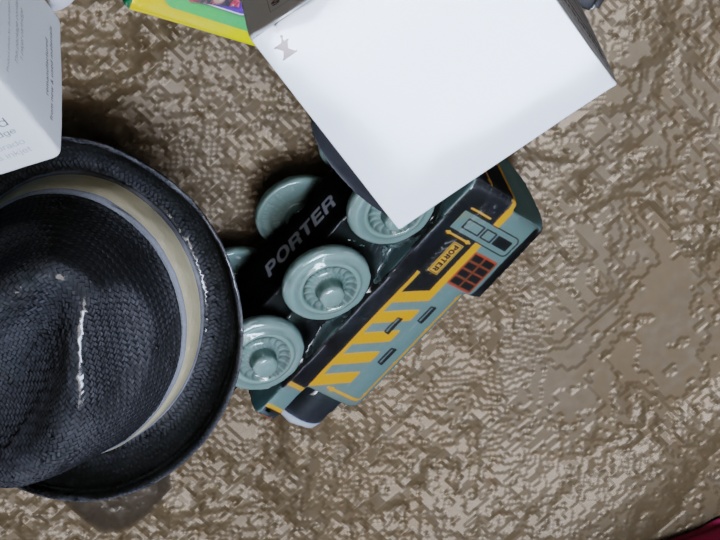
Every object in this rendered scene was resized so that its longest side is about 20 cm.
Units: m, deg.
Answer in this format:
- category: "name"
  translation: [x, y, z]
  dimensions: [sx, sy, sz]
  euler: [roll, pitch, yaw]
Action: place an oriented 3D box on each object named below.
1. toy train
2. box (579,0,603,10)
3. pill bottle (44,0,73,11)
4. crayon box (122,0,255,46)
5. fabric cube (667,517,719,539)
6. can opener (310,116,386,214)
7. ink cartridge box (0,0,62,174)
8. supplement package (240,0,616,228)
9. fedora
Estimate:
- category: "toy train"
  translation: [0.000, 0.000, 1.510]
  dimensions: [0.114, 0.085, 0.200]
  euler: [28, 114, -35]
- category: "box"
  translation: [0.058, -0.223, 1.344]
  dimensions: [0.199, 0.044, 0.161]
  euler: [19, 118, -24]
- category: "pill bottle"
  translation: [-0.220, -0.186, 1.333]
  dimensions: [0.199, 0.116, 0.116]
  euler: [7, 117, -16]
- category: "crayon box"
  translation: [-0.007, -0.162, 1.431]
  dimensions: [0.199, 0.058, 0.119]
  euler: [16, 114, -21]
- category: "fabric cube"
  translation: [0.163, 0.293, 1.648]
  dimensions: [0.195, 0.200, 0.201]
  euler: [-18, 122, -2]
- category: "can opener"
  translation: [-0.017, -0.117, 1.385]
  dimensions: [0.063, 0.079, 0.200]
  euler: [-30, 113, 15]
- category: "ink cartridge box"
  translation: [-0.234, -0.113, 1.260]
  dimensions: [0.145, 0.084, 0.200]
  euler: [-15, 144, 16]
- category: "supplement package"
  translation: [0.017, -0.128, 1.244]
  dimensions: [0.114, 0.200, 0.110]
  euler: [-33, 118, 11]
- category: "fedora"
  translation: [-0.155, 0.039, 1.451]
  dimensions: [0.200, 0.092, 0.202]
  euler: [7, 115, 15]
